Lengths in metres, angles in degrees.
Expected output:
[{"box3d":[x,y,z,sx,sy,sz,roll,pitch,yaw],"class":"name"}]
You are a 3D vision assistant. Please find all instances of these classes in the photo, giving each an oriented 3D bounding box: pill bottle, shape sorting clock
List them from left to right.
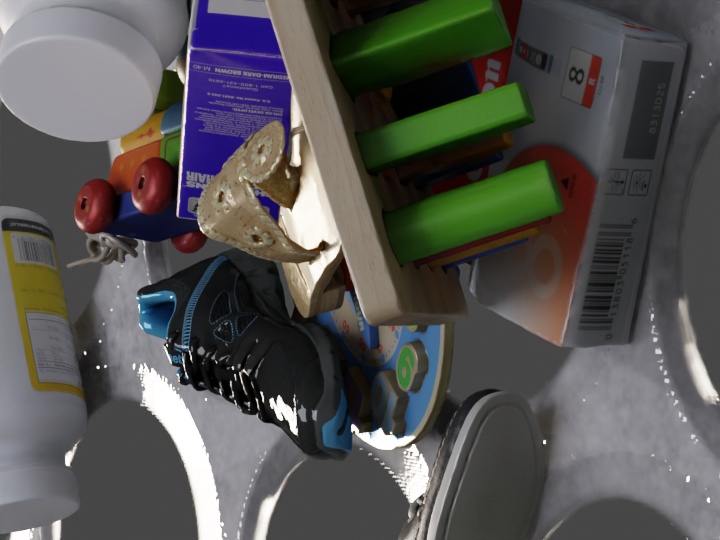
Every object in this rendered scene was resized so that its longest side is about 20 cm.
[{"box3d":[-0.242,0.067,1.878,0.112,0.112,0.200,-35,61,50],"class":"pill bottle"},{"box3d":[-0.153,-0.181,1.688,0.116,0.116,0.200,-44,29,46],"class":"pill bottle"},{"box3d":[0.000,0.000,1.562,0.200,0.039,0.200,167,90,-68],"class":"shape sorting clock"}]

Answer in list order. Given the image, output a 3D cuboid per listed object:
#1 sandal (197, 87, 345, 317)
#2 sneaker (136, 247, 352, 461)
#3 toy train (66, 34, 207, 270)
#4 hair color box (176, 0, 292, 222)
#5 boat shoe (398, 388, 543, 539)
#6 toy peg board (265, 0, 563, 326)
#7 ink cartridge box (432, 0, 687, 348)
[{"box3d":[-0.048,-0.026,1.456,0.212,0.069,0.078,92,159,-64],"class":"sandal"},{"box3d":[-0.063,0.055,1.594,0.200,0.082,0.073,-133,33,-58],"class":"sneaker"},{"box3d":[-0.132,-0.072,1.754,0.200,0.085,0.116,-15,68,55],"class":"toy train"},{"box3d":[-0.063,-0.115,1.542,0.200,0.065,0.110,98,177,-64],"class":"hair color box"},{"box3d":[0.048,0.150,1.500,0.060,0.074,0.200,29,122,47],"class":"boat shoe"},{"box3d":[0.036,-0.082,1.363,0.098,0.199,0.200,-18,85,10],"class":"toy peg board"},{"box3d":[0.077,-0.067,1.474,0.200,0.050,0.163,27,111,49],"class":"ink cartridge box"}]
